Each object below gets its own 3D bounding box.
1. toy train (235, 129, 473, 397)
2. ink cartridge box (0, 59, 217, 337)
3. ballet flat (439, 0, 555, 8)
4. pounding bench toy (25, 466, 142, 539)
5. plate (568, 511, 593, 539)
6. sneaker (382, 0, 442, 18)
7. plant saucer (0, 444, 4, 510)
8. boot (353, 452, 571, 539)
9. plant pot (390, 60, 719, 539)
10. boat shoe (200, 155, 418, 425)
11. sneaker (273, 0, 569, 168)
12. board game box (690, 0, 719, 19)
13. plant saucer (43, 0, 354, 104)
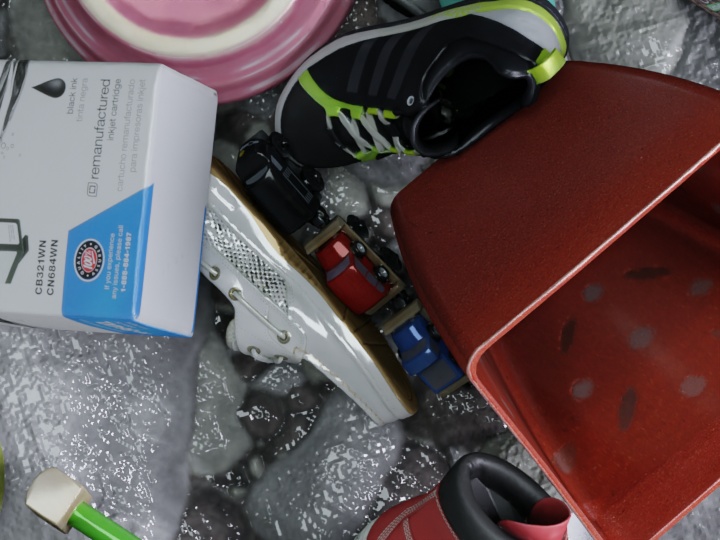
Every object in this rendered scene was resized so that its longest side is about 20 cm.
[{"bbox_3d":[0.000,0.000,1.191,0.034,0.046,0.200,-37,103,27],"label":"toy train"},{"bbox_3d":[-0.193,-0.042,1.171,0.200,0.084,0.146,2,84,20],"label":"ink cartridge box"},{"bbox_3d":[0.068,-0.207,1.163,0.067,0.070,0.200,-12,82,-7],"label":"ballet flat"},{"bbox_3d":[-0.120,0.217,1.157,0.156,0.124,0.200,6,85,1],"label":"pounding bench toy"},{"bbox_3d":[0.064,0.259,1.188,0.199,0.032,0.200,-14,85,-8],"label":"plate"},{"bbox_3d":[0.064,-0.190,1.223,0.200,0.060,0.104,38,91,8],"label":"sneaker"},{"bbox_3d":[-0.304,0.127,1.175,0.200,0.031,0.200,-3,105,-12],"label":"plant saucer"},{"bbox_3d":[0.095,0.195,1.107,0.200,0.144,0.072,50,49,2],"label":"boot"},{"bbox_3d":[0.133,0.000,1.127,0.200,0.200,0.176,-40,41,-2],"label":"plant pot"},{"bbox_3d":[-0.050,0.023,1.205,0.069,0.071,0.200,-43,84,7],"label":"boat shoe"},{"bbox_3d":[0.025,-0.096,1.142,0.200,0.083,0.072,-23,121,33],"label":"sneaker"},{"bbox_3d":[0.222,-0.241,1.189,0.200,0.097,0.160,31,86,-8],"label":"board game box"},{"bbox_3d":[-0.096,-0.196,1.188,0.200,0.051,0.201,0,93,5],"label":"plant saucer"}]
